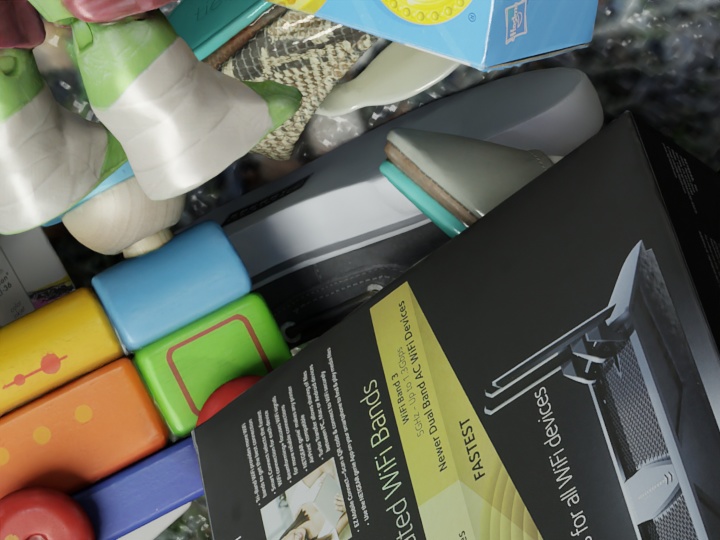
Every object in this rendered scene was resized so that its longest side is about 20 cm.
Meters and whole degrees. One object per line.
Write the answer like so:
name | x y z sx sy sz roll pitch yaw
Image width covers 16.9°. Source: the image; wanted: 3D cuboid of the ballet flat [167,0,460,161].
ballet flat | 0.019 -0.100 0.728 0.075 0.068 0.200 31 128 -24

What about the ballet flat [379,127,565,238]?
ballet flat | 0.095 0.013 0.688 0.200 0.067 0.064 42 92 -4

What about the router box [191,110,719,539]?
router box | 0.045 0.086 0.586 0.157 0.201 0.052 -35 138 26

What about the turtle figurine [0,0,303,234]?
turtle figurine | -0.089 -0.122 0.634 0.143 0.200 0.194 -24 110 13

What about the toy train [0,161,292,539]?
toy train | -0.117 0.045 0.718 0.199 0.085 0.116 -26 90 -9

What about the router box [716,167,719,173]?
router box | 0.184 0.033 0.732 0.200 0.062 0.150 32 121 1

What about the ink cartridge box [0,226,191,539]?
ink cartridge box | -0.154 0.014 0.805 0.116 0.067 0.201 -9 114 49

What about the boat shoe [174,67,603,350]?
boat shoe | 0.000 0.000 0.771 0.199 0.070 0.066 -24 105 28

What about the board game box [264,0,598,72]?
board game box | -0.018 -0.176 0.649 0.195 0.056 0.201 20 113 32
